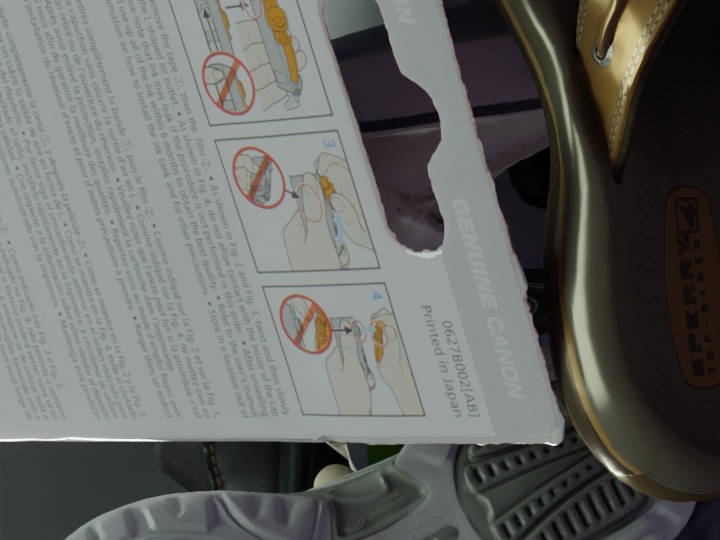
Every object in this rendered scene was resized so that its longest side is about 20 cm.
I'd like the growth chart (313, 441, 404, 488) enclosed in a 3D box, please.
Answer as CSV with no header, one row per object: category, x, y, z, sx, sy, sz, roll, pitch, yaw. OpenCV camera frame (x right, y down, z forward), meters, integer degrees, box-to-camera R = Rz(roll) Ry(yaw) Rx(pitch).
growth chart,0.000,0.000,0.799,0.145,0.018,0.201,22,-127,-64

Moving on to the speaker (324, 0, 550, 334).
speaker,0.008,-0.078,0.743,0.081,0.081,0.201,121,141,-66

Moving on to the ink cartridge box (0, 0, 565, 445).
ink cartridge box,-0.045,-0.037,0.603,0.200,0.050,0.161,-4,113,36

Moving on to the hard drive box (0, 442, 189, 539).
hard drive box,-0.103,0.108,0.914,0.156,0.077,0.201,127,135,-70

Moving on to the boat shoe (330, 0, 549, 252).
boat shoe,0.000,-0.023,0.656,0.071,0.200,0.070,-37,-70,-60

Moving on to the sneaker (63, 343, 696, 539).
sneaker,-0.005,0.091,0.669,0.099,0.199,0.078,85,165,-71

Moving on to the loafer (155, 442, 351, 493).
loafer,-0.029,0.057,0.803,0.073,0.072,0.200,52,-153,-41

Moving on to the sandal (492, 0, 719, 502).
sandal,0.070,-0.050,0.549,0.054,0.080,0.201,-12,86,59
